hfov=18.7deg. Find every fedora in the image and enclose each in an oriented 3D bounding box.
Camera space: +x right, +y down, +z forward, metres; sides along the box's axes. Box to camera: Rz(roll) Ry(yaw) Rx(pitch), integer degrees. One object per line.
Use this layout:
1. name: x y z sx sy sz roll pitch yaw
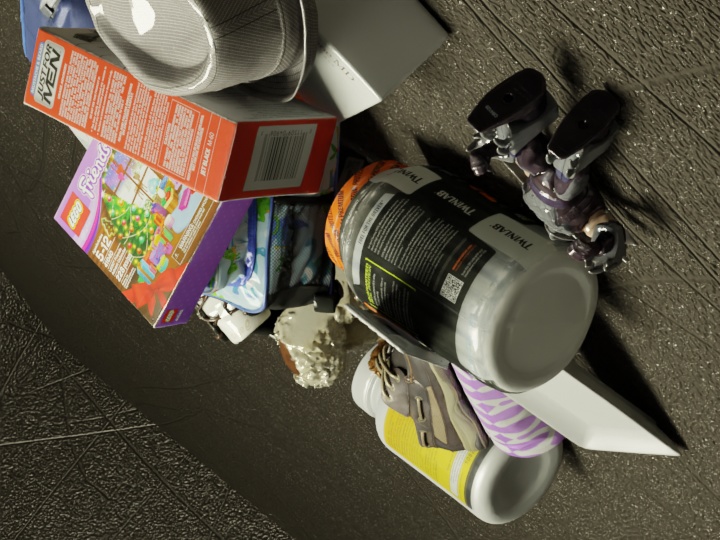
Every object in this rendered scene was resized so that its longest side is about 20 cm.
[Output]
1. fedora: -0.118 -0.178 1.446 0.200 0.090 0.177 26 138 45

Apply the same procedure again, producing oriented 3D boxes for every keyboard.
1. keyboard: 0.029 0.050 1.649 0.056 0.011 0.200 33 -179 13

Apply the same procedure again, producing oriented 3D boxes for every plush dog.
1. plush dog: 0.000 0.000 1.910 0.172 0.160 0.200 40 -151 -69

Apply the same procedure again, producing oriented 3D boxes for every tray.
1. tray: 0.163 0.097 1.745 0.107 0.022 0.200 -1 152 46

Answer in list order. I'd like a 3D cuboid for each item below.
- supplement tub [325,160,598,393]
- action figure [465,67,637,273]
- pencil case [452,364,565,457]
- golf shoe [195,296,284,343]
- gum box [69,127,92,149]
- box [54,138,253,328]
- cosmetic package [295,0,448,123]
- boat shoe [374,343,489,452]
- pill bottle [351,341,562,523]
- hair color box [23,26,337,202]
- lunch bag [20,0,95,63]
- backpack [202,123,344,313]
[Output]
1. supplement tub: 0.071 -0.002 1.641 0.200 0.123 0.123 33 163 41
2. action figure: 0.123 -0.062 1.422 0.130 0.069 0.200 35 167 20
3. pencil case: 0.123 0.078 1.817 0.085 0.084 0.200 4 147 27
4. golf shoe: -0.123 0.011 1.905 0.200 0.078 0.095 14 -130 -36
5. gum box: -0.189 -0.122 2.087 0.066 0.114 0.200 28 159 51
6. box: -0.144 -0.076 1.664 0.039 0.200 0.137 -7 -135 -50
7. cosmetic package: -0.021 -0.164 1.544 0.101 0.071 0.200 47 166 -7
8. boat shoe: 0.049 0.092 1.849 0.075 0.073 0.200 -92 -18 -47
9. pill bottle: 0.086 0.143 2.060 0.200 0.112 0.112 35 164 37
10. hair color box: -0.129 -0.113 1.551 0.200 0.064 0.111 29 -158 33
11. lunch bag: -0.203 -0.211 1.792 0.132 0.136 0.200 45 159 11
12. backpack: -0.107 -0.077 1.756 0.147 0.201 0.183 -5 -162 -45
